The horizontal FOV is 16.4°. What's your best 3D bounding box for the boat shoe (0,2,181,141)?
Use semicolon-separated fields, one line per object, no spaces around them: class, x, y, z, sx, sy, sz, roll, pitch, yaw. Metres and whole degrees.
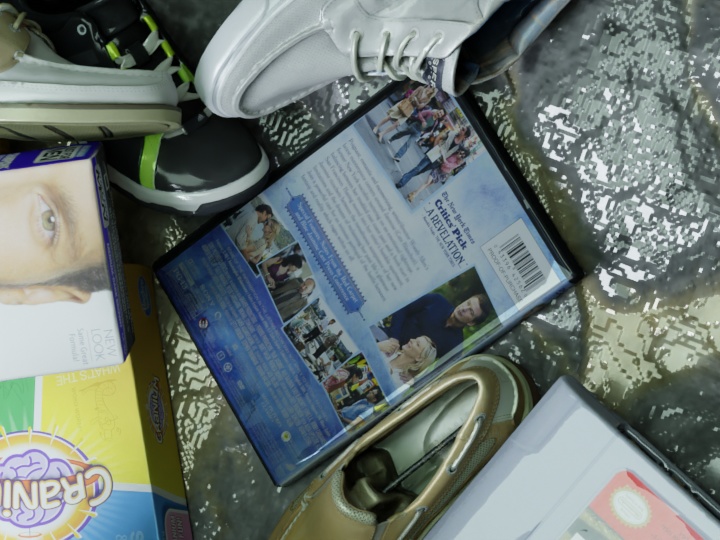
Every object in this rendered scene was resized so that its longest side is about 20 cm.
boat shoe;-0.188;-0.103;1.261;0.200;0.075;0.069;3;84;6

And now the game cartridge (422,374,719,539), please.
game cartridge;0.131;0.165;1.207;0.200;0.041;0.133;42;107;14

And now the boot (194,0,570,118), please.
boot;0.016;-0.121;1.247;0.200;0.074;0.096;-38;62;6

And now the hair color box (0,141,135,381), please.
hair color box;-0.223;0.004;1.274;0.200;0.065;0.109;-8;100;0

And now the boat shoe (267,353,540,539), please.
boat shoe;0.002;0.116;1.253;0.072;0.076;0.200;44;104;19

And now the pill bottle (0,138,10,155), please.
pill bottle;-0.250;-0.090;1.356;0.109;0.109;0.200;-13;82;22

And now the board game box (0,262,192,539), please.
board game box;-0.172;0.109;1.348;0.153;0.040;0.200;-14;81;22

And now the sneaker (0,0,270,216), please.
sneaker;-0.130;-0.107;1.307;0.200;0.083;0.072;38;58;21

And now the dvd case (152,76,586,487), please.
dvd case;0.000;0.000;1.293;0.200;0.018;0.143;-36;73;18
